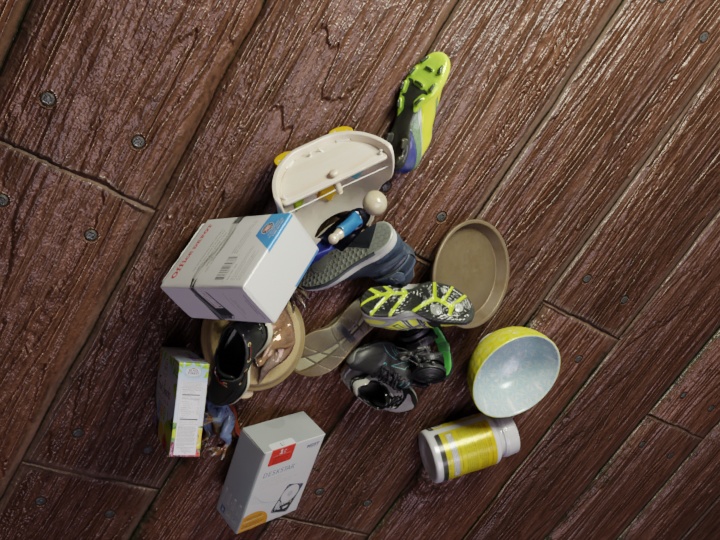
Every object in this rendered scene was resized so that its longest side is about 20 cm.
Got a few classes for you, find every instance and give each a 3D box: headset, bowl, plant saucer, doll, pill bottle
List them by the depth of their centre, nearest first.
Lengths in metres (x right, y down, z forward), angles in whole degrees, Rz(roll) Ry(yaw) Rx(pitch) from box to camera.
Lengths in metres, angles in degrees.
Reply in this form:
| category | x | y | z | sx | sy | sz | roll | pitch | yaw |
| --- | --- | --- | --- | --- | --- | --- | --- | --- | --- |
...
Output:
| category | x | y | z | sx | sy | sz | roll | pitch | yaw |
| --- | --- | --- | --- | --- | --- | --- | --- | --- | --- |
| doll | -0.038 | -0.054 | 1.110 | 0.199 | 0.136 | 0.049 | -37 | 89 | 8 |
| plant saucer | 0.200 | 0.006 | 1.294 | 0.199 | 0.029 | 0.202 | -6 | 100 | -36 |
| headset | 0.128 | 0.148 | 1.303 | 0.093 | 0.125 | 0.199 | -23 | 168 | 30 |
| bowl | 0.294 | 0.188 | 1.430 | 0.198 | 0.108 | 0.202 | -10 | 121 | -16 |
| pill bottle | 0.235 | 0.375 | 1.511 | 0.198 | 0.114 | 0.115 | -14 | 123 | -13 |

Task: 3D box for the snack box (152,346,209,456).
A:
| category | x | y | z | sx | sy | sz | roll | pitch | yaw |
| --- | --- | --- | --- | --- | --- | --- | --- | --- | --- |
| snack box | -0.293 | 0.205 | 1.131 | 0.052 | 0.200 | 0.144 | 8 | 87 | -24 |

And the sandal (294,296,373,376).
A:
| category | x | y | z | sx | sy | sz | roll | pitch | yaw |
| --- | --- | --- | --- | --- | --- | --- | --- | --- | --- |
| sandal | -0.045 | 0.123 | 1.294 | 0.200 | 0.054 | 0.081 | -40 | 92 | -11 |

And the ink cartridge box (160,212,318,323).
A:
| category | x | y | z | sx | sy | sz | roll | pitch | yaw |
| --- | --- | --- | --- | --- | --- | --- | --- | --- | --- |
| ink cartridge box | -0.184 | -0.004 | 1.055 | 0.084 | 0.199 | 0.145 | 53 | 52 | -35 |

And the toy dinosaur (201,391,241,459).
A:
| category | x | y | z | sx | sy | sz | roll | pitch | yaw |
| --- | --- | --- | --- | --- | --- | --- | --- | --- | --- |
| toy dinosaur | -0.267 | 0.243 | 1.287 | 0.199 | 0.104 | 0.183 | -6 | 116 | -58 |

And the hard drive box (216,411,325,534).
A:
| category | x | y | z | sx | sy | sz | roll | pitch | yaw |
| --- | --- | --- | --- | --- | --- | --- | --- | --- | --- |
| hard drive box | -0.174 | 0.386 | 1.351 | 0.155 | 0.077 | 0.202 | -6 | 124 | -46 |

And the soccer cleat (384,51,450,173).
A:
| category | x | y | z | sx | sy | sz | roll | pitch | yaw |
| --- | --- | --- | --- | --- | --- | --- | --- | --- | --- |
| soccer cleat | 0.096 | -0.255 | 1.139 | 0.083 | 0.064 | 0.202 | -2 | 119 | -54 |

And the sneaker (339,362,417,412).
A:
| category | x | y | z | sx | sy | sz | roll | pitch | yaw |
| --- | --- | --- | --- | --- | --- | --- | --- | --- | --- |
| sneaker | 0.044 | 0.250 | 1.382 | 0.199 | 0.088 | 0.076 | 30 | 103 | -34 |

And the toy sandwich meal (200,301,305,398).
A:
| category | x | y | z | sx | sy | sz | roll | pitch | yaw |
| --- | --- | --- | --- | --- | --- | --- | --- | --- | --- |
| toy sandwich meal | -0.191 | 0.121 | 1.214 | 0.203 | 0.070 | 0.208 | 2 | 85 | -24 |

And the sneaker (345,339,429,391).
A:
| category | x | y | z | sx | sy | sz | roll | pitch | yaw |
| --- | --- | --- | --- | --- | --- | --- | --- | --- | --- |
| sneaker | 0.061 | 0.182 | 1.325 | 0.199 | 0.080 | 0.075 | 8 | 140 | -39 |

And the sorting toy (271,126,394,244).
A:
| category | x | y | z | sx | sy | sz | roll | pitch | yaw |
| --- | --- | --- | --- | --- | --- | --- | --- | --- | --- |
| sorting toy | -0.046 | -0.117 | 1.135 | 0.199 | 0.107 | 0.181 | -26 | 139 | -12 |

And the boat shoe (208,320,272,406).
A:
| category | x | y | z | sx | sy | sz | roll | pitch | yaw |
| --- | --- | --- | --- | --- | --- | --- | --- | --- | --- |
| boat shoe | -0.203 | 0.145 | 1.091 | 0.063 | 0.074 | 0.202 | -23 | 152 | -48 |

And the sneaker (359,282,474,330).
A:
| category | x | y | z | sx | sy | sz | roll | pitch | yaw |
| --- | --- | --- | --- | --- | --- | --- | --- | --- | --- |
| sneaker | 0.099 | 0.068 | 1.222 | 0.198 | 0.076 | 0.077 | 5 | 151 | 5 |

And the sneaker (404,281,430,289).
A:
| category | x | y | z | sx | sy | sz | roll | pitch | yaw |
| --- | --- | --- | --- | --- | --- | --- | --- | --- | --- |
| sneaker | 0.136 | 0.065 | 1.314 | 0.198 | 0.082 | 0.075 | -8 | 122 | -17 |

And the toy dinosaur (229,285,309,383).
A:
| category | x | y | z | sx | sy | sz | roll | pitch | yaw |
| --- | --- | --- | --- | --- | --- | --- | --- | --- | --- |
| toy dinosaur | -0.140 | 0.085 | 1.158 | 0.135 | 0.085 | 0.202 | -14 | 101 | -39 |

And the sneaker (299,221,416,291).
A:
| category | x | y | z | sx | sy | sz | roll | pitch | yaw |
| --- | --- | --- | --- | --- | --- | --- | --- | --- | --- |
| sneaker | 0.001 | 0.001 | 1.228 | 0.201 | 0.078 | 0.146 | -23 | 150 | 21 |
